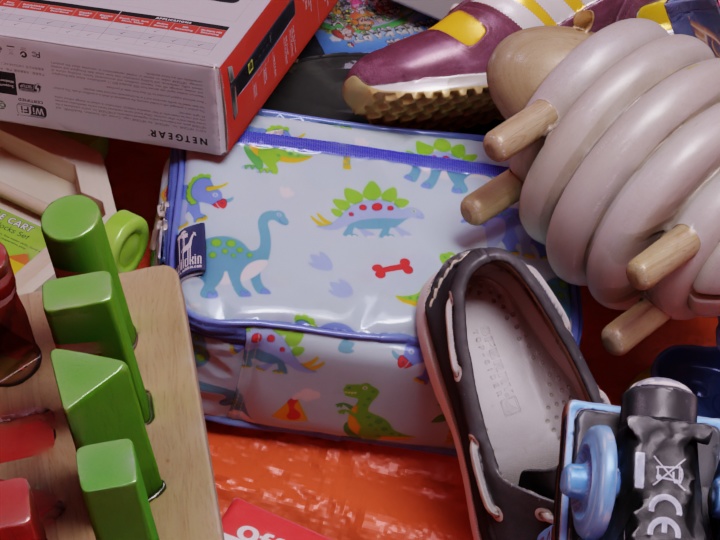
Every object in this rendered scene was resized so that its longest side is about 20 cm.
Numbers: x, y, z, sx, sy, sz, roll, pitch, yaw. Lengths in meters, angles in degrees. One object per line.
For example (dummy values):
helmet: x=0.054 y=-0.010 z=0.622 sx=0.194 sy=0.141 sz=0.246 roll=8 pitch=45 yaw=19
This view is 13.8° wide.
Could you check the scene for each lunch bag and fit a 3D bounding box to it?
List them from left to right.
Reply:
lunch bag: x=0.000 y=0.000 z=1.392 sx=0.199 sy=0.083 sz=0.161 roll=8 pitch=43 yaw=-6

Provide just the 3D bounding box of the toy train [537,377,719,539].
toy train: x=0.107 y=0.146 z=1.191 sx=0.086 sy=0.114 sz=0.201 roll=7 pitch=74 yaw=-10

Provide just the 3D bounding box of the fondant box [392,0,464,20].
fondant box: x=0.095 y=-0.193 z=1.578 sx=0.144 sy=0.058 sz=0.200 roll=22 pitch=38 yaw=-6

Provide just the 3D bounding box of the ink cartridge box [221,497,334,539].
ink cartridge box: x=-0.029 y=0.174 z=1.227 sx=0.116 sy=0.067 sz=0.200 roll=22 pitch=48 yaw=9

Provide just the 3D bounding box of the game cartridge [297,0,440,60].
game cartridge: x=-0.018 y=-0.144 z=1.554 sx=0.199 sy=0.039 sz=0.130 roll=-11 pitch=46 yaw=-21

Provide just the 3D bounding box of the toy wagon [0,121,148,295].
toy wagon: x=-0.175 y=-0.029 z=1.395 sx=0.155 sy=0.040 sz=0.200 roll=24 pitch=46 yaw=23

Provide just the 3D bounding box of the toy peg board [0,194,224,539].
toy peg board: x=-0.165 y=0.069 z=1.210 sx=0.198 sy=0.098 sz=0.201 roll=-12 pitch=48 yaw=-1

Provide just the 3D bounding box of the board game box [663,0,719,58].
board game box: x=0.228 y=-0.068 z=1.438 sx=0.035 sy=0.201 sz=0.135 roll=1 pitch=28 yaw=48

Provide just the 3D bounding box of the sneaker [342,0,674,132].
sneaker: x=0.077 y=-0.127 z=1.447 sx=0.199 sy=0.075 sz=0.091 roll=-13 pitch=81 yaw=-20

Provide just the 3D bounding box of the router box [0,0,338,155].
router box: x=-0.123 y=-0.134 z=1.447 sx=0.199 sy=0.049 sz=0.180 roll=10 pitch=36 yaw=19

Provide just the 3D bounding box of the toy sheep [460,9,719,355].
toy sheep: x=0.133 y=-0.038 z=1.334 sx=0.138 sy=0.138 sz=0.200 roll=-32 pitch=69 yaw=-34

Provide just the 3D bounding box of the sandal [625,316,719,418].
sandal: x=0.226 y=0.063 z=1.378 sx=0.199 sy=0.087 sz=0.080 roll=10 pitch=44 yaw=-6

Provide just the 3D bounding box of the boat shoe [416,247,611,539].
boat shoe: x=0.082 y=0.084 z=1.288 sx=0.074 sy=0.060 sz=0.201 roll=-17 pitch=84 yaw=-13

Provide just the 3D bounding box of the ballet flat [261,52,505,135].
ballet flat: x=0.041 y=-0.072 z=1.497 sx=0.199 sy=0.067 sz=0.057 roll=5 pitch=3 yaw=-8
